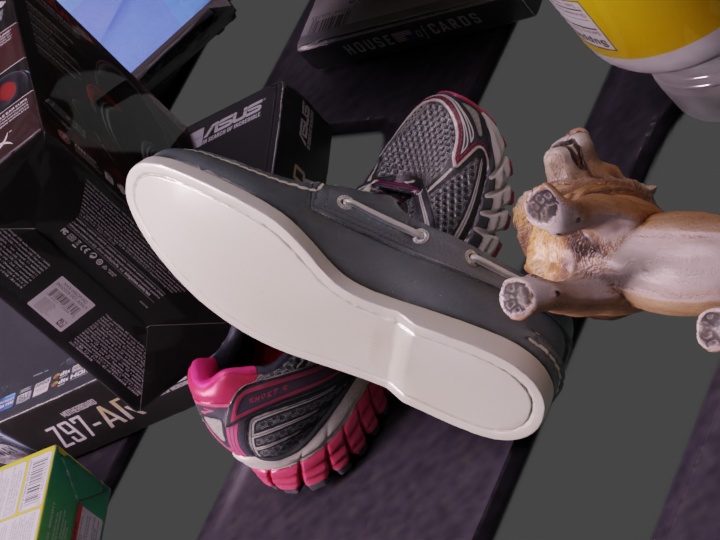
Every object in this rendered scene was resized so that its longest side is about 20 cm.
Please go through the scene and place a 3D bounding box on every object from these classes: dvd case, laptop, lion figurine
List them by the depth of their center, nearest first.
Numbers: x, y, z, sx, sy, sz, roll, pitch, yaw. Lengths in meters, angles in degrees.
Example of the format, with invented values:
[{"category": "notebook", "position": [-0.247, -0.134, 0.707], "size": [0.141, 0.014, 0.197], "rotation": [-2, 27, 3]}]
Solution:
[{"category": "lion figurine", "position": [0.134, -0.005, 0.811], "size": [0.200, 0.122, 0.073], "rotation": [16, 100, 35]}, {"category": "dvd case", "position": [0.056, -0.202, 1.134], "size": [0.150, 0.025, 0.200], "rotation": [-9, 49, 41]}, {"category": "laptop", "position": [-0.169, -0.126, 1.213], "size": [0.177, 0.103, 0.200], "rotation": [-42, 4, 7]}]

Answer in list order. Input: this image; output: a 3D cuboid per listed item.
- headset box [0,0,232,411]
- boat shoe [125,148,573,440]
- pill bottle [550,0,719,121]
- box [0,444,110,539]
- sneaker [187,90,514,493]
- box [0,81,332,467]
[{"category": "headset box", "position": [-0.141, -0.052, 0.998], "size": [0.075, 0.149, 0.200], "rotation": [-38, 35, 11]}, {"category": "boat shoe", "position": [-0.003, -0.001, 0.880], "size": [0.062, 0.200, 0.073], "rotation": [-55, -11, -40]}, {"category": "pill bottle", "position": [0.115, -0.155, 0.871], "size": [0.112, 0.200, 0.112], "rotation": [-28, 39, 25]}, {"category": "box", "position": [-0.216, 0.170, 1.019], "size": [0.200, 0.048, 0.117], "rotation": [-21, 42, 27]}, {"category": "sneaker", "position": [0.000, 0.000, 0.943], "size": [0.081, 0.075, 0.200], "rotation": [5, 58, 48]}, {"category": "box", "position": [-0.110, 0.007, 1.077], "size": [0.200, 0.044, 0.160], "rotation": [-23, 41, 29]}]
